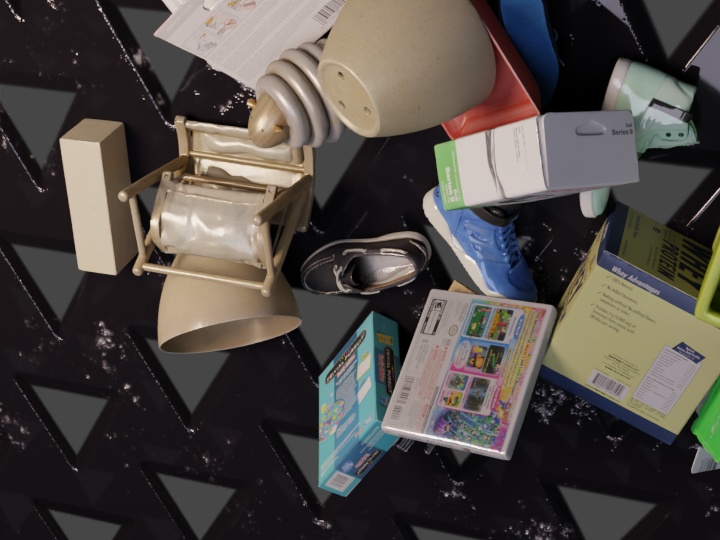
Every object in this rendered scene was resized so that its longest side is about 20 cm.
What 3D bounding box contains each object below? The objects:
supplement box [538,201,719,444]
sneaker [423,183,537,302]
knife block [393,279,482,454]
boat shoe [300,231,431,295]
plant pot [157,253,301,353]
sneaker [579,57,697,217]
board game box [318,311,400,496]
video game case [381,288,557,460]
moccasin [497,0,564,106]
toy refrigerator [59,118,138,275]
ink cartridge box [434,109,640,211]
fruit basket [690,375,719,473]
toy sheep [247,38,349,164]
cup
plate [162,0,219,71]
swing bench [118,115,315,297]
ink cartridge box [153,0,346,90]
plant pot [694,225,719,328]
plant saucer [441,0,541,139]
[{"bbox_3d":[0.352,0.065,1.554,0.198,0.135,0.202,27,124,3],"label":"supplement box"},{"bbox_3d":[0.179,-0.046,1.590,0.201,0.077,0.111,51,132,-4],"label":"sneaker"},{"bbox_3d":[0.095,0.137,1.669,0.064,0.174,0.203,33,139,53],"label":"knife block"},{"bbox_3d":[0.000,0.000,1.690,0.197,0.061,0.075,-9,116,24],"label":"boat shoe"},{"bbox_3d":[-0.188,0.024,1.716,0.198,0.199,0.137,-18,76,27],"label":"plant pot"},{"bbox_3d":[0.332,-0.139,1.483,0.116,0.074,0.203,19,121,13],"label":"sneaker"},{"bbox_3d":[-0.001,0.180,1.708,0.046,0.202,0.151,24,127,-21],"label":"board game box"},{"bbox_3d":[0.135,0.125,1.565,0.180,0.202,0.024,7,155,34],"label":"video game case"},{"bbox_3d":[0.198,-0.276,1.456,0.079,0.069,0.202,-1,141,5],"label":"moccasin"},{"bbox_3d":[-0.367,-0.103,1.758,0.069,0.076,0.203,7,121,16],"label":"toy refrigerator"},{"bbox_3d":[0.200,-0.125,1.440,0.199,0.144,0.086,-8,90,60],"label":"ink cartridge box"},{"bbox_3d":[0.511,0.165,1.556,0.094,0.197,0.187,50,136,40],"label":"fruit basket"},{"bbox_3d":[-0.056,-0.215,1.537,0.138,0.199,0.139,43,159,22],"label":"toy sheep"},{"bbox_3d":[0.035,-0.233,1.423,0.200,0.143,0.201,40,157,21],"label":"cup"},{"bbox_3d":[-0.178,-0.373,1.565,0.199,0.032,0.200,-31,104,31],"label":"plate"},{"bbox_3d":[-0.178,-0.089,1.630,0.196,0.201,0.131,9,130,15],"label":"swing bench"},{"bbox_3d":[-0.124,-0.321,1.513,0.175,0.045,0.199,24,132,-38],"label":"ink cartridge box"},{"bbox_3d":[0.503,-0.037,1.415,0.196,0.182,0.203,19,122,8],"label":"plant pot"},{"bbox_3d":[0.117,-0.255,1.469,0.201,0.037,0.199,56,158,-13],"label":"plant saucer"}]
